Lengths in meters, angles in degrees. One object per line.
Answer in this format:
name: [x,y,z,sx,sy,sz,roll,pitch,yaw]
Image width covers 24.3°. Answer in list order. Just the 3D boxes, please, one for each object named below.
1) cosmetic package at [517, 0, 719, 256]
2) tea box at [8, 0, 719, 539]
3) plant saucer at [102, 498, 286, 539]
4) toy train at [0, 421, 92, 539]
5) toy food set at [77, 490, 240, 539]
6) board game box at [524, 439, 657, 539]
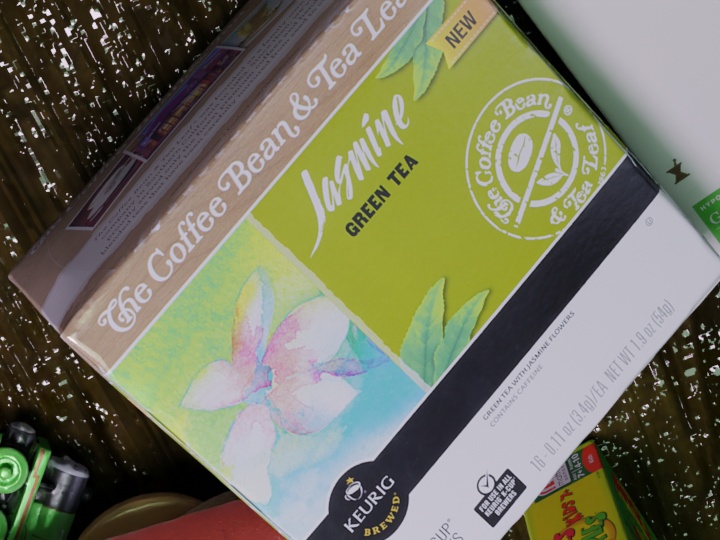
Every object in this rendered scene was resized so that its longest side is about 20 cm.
cosmetic package: [0.142,-0.102,0.699,0.107,0.085,0.200,-36,115,16]
tea box: [0.000,0.000,0.677,0.197,0.133,0.200,43,83,-21]
plant saucer: [-0.067,0.214,0.774,0.197,0.037,0.203,-14,103,-18]
toy train: [-0.183,0.172,0.801,0.056,0.042,0.202,20,91,-16]
toy food set: [-0.049,0.200,0.825,0.198,0.049,0.201,-8,102,-19]
board game box: [0.151,0.193,0.835,0.047,0.102,0.201,-29,115,10]
